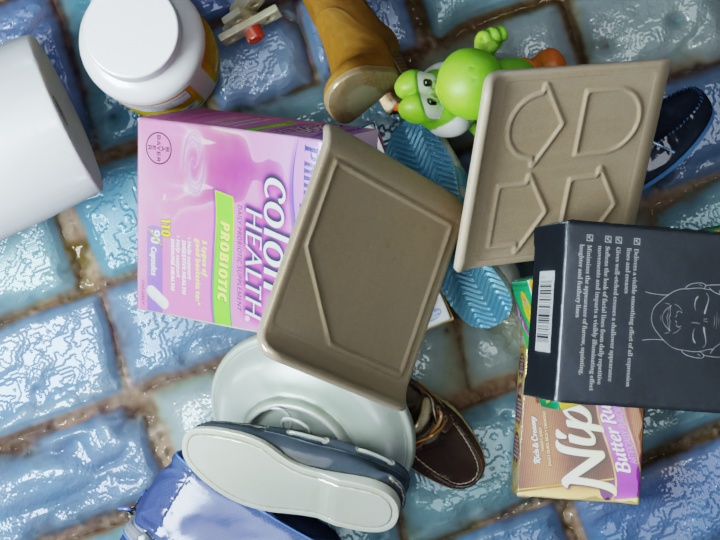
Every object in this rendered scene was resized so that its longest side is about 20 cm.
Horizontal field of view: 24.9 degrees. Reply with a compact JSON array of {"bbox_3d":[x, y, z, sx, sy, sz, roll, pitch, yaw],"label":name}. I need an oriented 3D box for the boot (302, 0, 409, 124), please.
[{"bbox_3d":[-0.020,-0.208,1.451,0.071,0.201,0.145,-37,81,18],"label":"boot"}]

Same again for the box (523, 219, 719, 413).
[{"bbox_3d":[0.248,0.041,1.371,0.198,0.107,0.150,5,88,-8],"label":"box"}]

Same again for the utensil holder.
[{"bbox_3d":[-0.356,-0.103,1.478,0.199,0.170,0.171,-25,89,-2],"label":"utensil holder"}]

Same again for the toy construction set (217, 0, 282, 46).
[{"bbox_3d":[-0.115,-0.314,1.508,0.130,0.092,0.202,-24,94,-13],"label":"toy construction set"}]

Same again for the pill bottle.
[{"bbox_3d":[-0.189,-0.200,1.455,0.110,0.200,0.112,0,89,1],"label":"pill bottle"}]

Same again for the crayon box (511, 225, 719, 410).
[{"bbox_3d":[0.246,0.041,1.455,0.198,0.058,0.120,-15,91,-9],"label":"crayon box"}]

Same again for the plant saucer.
[{"bbox_3d":[-0.050,0.149,1.467,0.198,0.050,0.202,11,126,15],"label":"plant saucer"}]

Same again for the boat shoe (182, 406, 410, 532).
[{"bbox_3d":[-0.054,0.166,1.409,0.198,0.062,0.075,12,123,10],"label":"boat shoe"}]

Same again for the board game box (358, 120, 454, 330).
[{"bbox_3d":[-0.018,-0.019,1.528,0.152,0.040,0.202,-21,89,1],"label":"board game box"}]

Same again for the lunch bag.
[{"bbox_3d":[-0.130,0.257,1.479,0.199,0.136,0.133,30,90,5],"label":"lunch bag"}]

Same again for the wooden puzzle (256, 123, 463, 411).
[{"bbox_3d":[0.000,0.000,1.374,0.037,0.184,0.202,6,76,44],"label":"wooden puzzle"}]

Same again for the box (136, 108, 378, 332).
[{"bbox_3d":[-0.094,-0.044,1.446,0.198,0.096,0.178,9,105,28],"label":"box"}]

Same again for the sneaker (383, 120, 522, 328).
[{"bbox_3d":[0.084,-0.047,1.498,0.076,0.081,0.201,-23,97,23],"label":"sneaker"}]

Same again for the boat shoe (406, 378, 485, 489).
[{"bbox_3d":[0.044,0.135,1.490,0.072,0.072,0.200,-39,107,5],"label":"boat shoe"}]

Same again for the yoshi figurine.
[{"bbox_3d":[0.120,-0.155,1.443,0.113,0.199,0.112,48,124,29],"label":"yoshi figurine"}]

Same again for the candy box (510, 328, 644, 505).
[{"bbox_3d":[0.204,0.112,1.512,0.115,0.056,0.202,4,88,0],"label":"candy box"}]

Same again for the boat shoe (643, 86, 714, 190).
[{"bbox_3d":[0.235,-0.107,1.495,0.200,0.084,0.069,-39,118,-1],"label":"boat shoe"}]

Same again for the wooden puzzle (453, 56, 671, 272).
[{"bbox_3d":[0.169,-0.097,1.413,0.198,0.046,0.187,-10,124,-28],"label":"wooden puzzle"}]
